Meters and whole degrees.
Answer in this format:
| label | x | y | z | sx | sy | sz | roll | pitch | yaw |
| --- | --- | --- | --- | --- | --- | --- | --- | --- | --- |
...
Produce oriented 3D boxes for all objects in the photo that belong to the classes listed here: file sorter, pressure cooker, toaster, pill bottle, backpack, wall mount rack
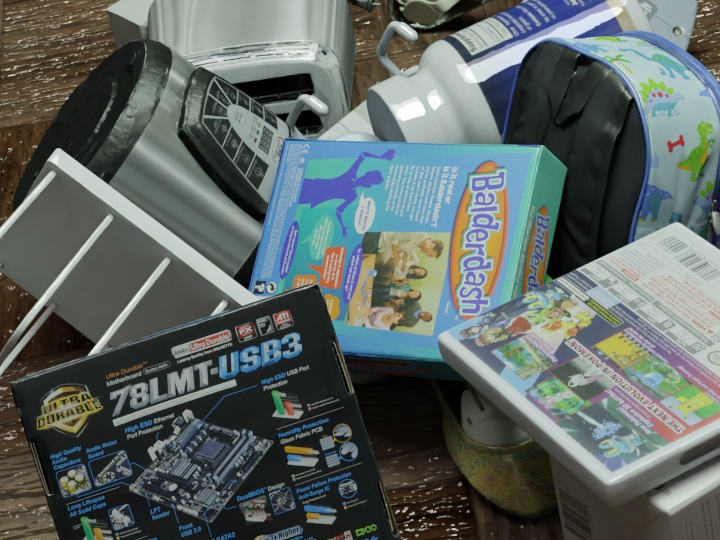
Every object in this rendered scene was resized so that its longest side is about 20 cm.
| label | x | y | z | sx | sy | sz | roll | pitch | yaw |
| --- | --- | --- | --- | --- | --- | --- | --- | --- | --- |
| file sorter | -0.168 | 0.053 | 1.572 | 0.200 | 0.139 | 0.125 | 37 | 53 | -3 |
| pressure cooker | -0.124 | -0.047 | 1.723 | 0.176 | 0.200 | 0.179 | -55 | 21 | -3 |
| toaster | -0.080 | -0.164 | 1.948 | 0.200 | 0.114 | 0.129 | -7 | 39 | 5 |
| pill bottle | 0.112 | -0.129 | 1.759 | 0.200 | 0.116 | 0.116 | -25 | 37 | -10 |
| backpack | 0.178 | -0.060 | 1.650 | 0.147 | 0.200 | 0.183 | -8 | 28 | -32 |
| wall mount rack | 0.044 | -0.093 | 1.853 | 0.174 | 0.075 | 0.200 | 44 | 55 | 7 |

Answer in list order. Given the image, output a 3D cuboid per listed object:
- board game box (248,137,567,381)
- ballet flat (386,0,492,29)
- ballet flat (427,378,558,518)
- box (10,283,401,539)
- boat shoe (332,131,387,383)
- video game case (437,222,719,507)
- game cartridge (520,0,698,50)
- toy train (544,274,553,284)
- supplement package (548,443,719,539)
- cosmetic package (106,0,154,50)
| label | x | y | z | sx | sy | sz | roll | pitch | yaw |
| --- | --- | --- | --- | --- | --- | --- | --- | --- | --- |
| board game box | 0.026 | -0.008 | 1.595 | 0.200 | 0.045 | 0.152 | 4 | 73 | 31 |
| ballet flat | 0.094 | -0.241 | 2.001 | 0.200 | 0.072 | 0.072 | -18 | 22 | 47 |
| ballet flat | 0.081 | 0.082 | 1.595 | 0.071 | 0.071 | 0.200 | -16 | 36 | -7 |
| box | -0.089 | 0.130 | 1.473 | 0.200 | 0.199 | 0.050 | -19 | -1 | -8 |
| boat shoe | -0.003 | 0.000 | 1.732 | 0.073 | 0.068 | 0.200 | -4 | 59 | -8 |
| video game case | 0.171 | 0.051 | 1.444 | 0.182 | 0.023 | 0.200 | -24 | 34 | -17 |
| game cartridge | 0.177 | -0.168 | 1.884 | 0.133 | 0.040 | 0.200 | 33 | 56 | 8 |
| toy train | 0.086 | -0.003 | 1.636 | 0.042 | 0.056 | 0.200 | 5 | 26 | -36 |
| supplement package | 0.229 | 0.116 | 1.456 | 0.200 | 0.121 | 0.120 | -28 | 36 | -23 |
| cosmetic package | -0.119 | -0.227 | 2.071 | 0.200 | 0.083 | 0.051 | -35 | 41 | -29 |
